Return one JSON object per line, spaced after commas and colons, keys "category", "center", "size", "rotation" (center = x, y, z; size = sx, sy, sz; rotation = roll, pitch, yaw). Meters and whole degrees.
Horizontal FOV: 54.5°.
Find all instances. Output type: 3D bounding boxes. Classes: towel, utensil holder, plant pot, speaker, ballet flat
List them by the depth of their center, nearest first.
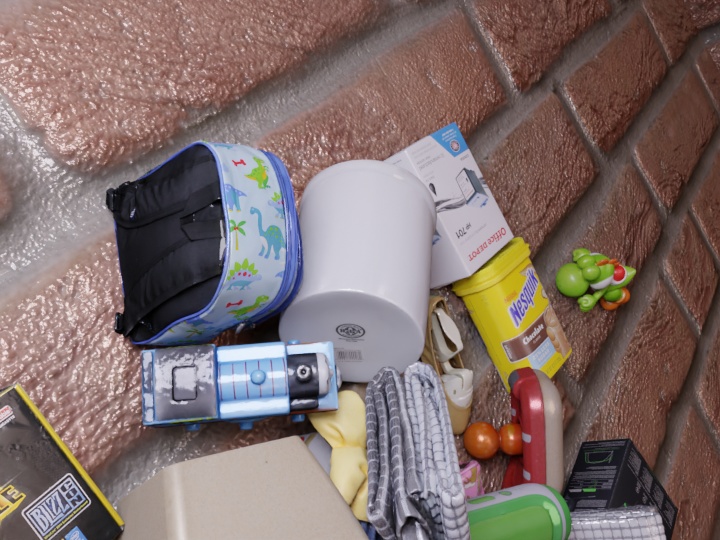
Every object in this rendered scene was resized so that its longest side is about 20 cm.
{"category": "plant pot", "center": [-0.114, 0.261, 0.621], "size": [0.199, 0.200, 0.178], "rotation": [-3, 64, -40]}
{"category": "towel", "center": [0.057, 0.214, 0.689], "size": [0.200, 0.085, 0.166], "rotation": [-93, 172, -59]}
{"category": "utensil holder", "center": [0.000, 0.000, 0.797], "size": [0.170, 0.170, 0.201], "rotation": [38, 39, -27]}
{"category": "speaker", "center": [0.150, 0.304, 0.809], "size": [0.199, 0.088, 0.089], "rotation": [-2, 76, -32]}
{"category": "towel", "center": [0.321, 0.415, 0.957], "size": [0.086, 0.199, 0.167], "rotation": [11, 69, -72]}
{"category": "ballet flat", "center": [0.119, 0.130, 0.964], "size": [0.068, 0.063, 0.201], "rotation": [-20, 89, -44]}

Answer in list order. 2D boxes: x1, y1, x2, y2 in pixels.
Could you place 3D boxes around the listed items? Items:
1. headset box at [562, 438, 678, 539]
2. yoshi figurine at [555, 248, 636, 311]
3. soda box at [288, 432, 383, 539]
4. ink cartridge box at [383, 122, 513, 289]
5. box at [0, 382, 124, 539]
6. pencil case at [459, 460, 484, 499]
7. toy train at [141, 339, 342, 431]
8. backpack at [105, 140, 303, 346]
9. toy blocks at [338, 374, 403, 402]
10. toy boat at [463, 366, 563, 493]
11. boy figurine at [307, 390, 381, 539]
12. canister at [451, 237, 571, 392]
{"category": "headset box", "center": [0.406, 0.403, 1.109], "size": [0.174, 0.093, 0.200], "rotation": [52, 48, -16]}
{"category": "yoshi figurine", "center": [0.420, 0.017, 1.282], "size": [0.200, 0.112, 0.112], "rotation": [19, 103, -53]}
{"category": "soda box", "center": [-0.024, 0.276, 0.779], "size": [0.200, 0.064, 0.068], "rotation": [53, 47, -14]}
{"category": "ink cartridge box", "center": [0.122, -0.097, 1.034], "size": [0.146, 0.086, 0.201], "rotation": [-36, 99, -44]}
{"category": "box", "center": [-0.313, 0.213, 0.546], "size": [0.200, 0.049, 0.160], "rotation": [-42, 106, -43]}
{"category": "pencil case", "center": [0.137, 0.348, 0.889], "size": [0.086, 0.083, 0.201], "rotation": [-8, 81, -35]}
{"category": "toy train", "center": [-0.114, 0.110, 0.679], "size": [0.199, 0.114, 0.087], "rotation": [-3, 78, -7]}
{"category": "backpack", "center": [-0.140, -0.028, 0.685], "size": [0.146, 0.200, 0.184], "rotation": [3, 72, -42]}
{"category": "toy blocks", "center": [0.032, 0.159, 0.865], "size": [0.200, 0.100, 0.137], "rotation": [38, 41, -28]}
{"category": "toy boat", "center": [0.209, 0.239, 0.978], "size": [0.131, 0.130, 0.201], "rotation": [-64, 152, -82]}
{"category": "boy figurine", "center": [-0.011, 0.225, 0.710], "size": [0.124, 0.064, 0.201], "rotation": [30, 47, -73]}
{"category": "canister", "center": [0.237, 0.069, 1.081], "size": [0.148, 0.086, 0.201], "rotation": [-34, 100, -44]}
